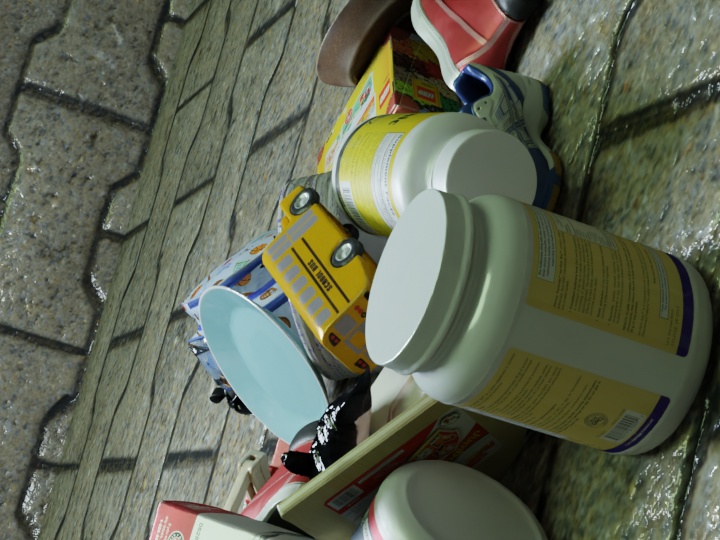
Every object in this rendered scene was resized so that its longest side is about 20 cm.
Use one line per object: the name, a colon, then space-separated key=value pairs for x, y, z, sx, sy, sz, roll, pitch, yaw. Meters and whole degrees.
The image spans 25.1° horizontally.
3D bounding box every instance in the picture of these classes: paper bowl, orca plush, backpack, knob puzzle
paper bowl: x=0.000 y=0.000 z=1.558 sx=0.201 sy=0.104 sz=0.201 roll=-12 pitch=-90 yaw=-78
orca plush: x=-0.030 y=0.163 z=1.338 sx=0.200 sy=0.071 sz=0.105 roll=98 pitch=168 yaw=-60
backpack: x=-0.084 y=0.040 z=1.730 sx=0.200 sy=0.154 sz=0.190 roll=-47 pitch=20 yaw=-24
knob puzzle: x=0.045 y=0.152 z=1.252 sx=0.030 sy=0.219 sz=0.220 roll=57 pitch=132 yaw=32

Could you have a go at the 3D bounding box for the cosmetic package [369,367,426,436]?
cosmetic package: x=0.092 y=0.080 z=1.294 sx=0.087 sy=0.103 sz=0.200 roll=-94 pitch=27 yaw=-47

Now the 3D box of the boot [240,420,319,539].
boot: x=-0.080 y=0.230 z=1.530 sx=0.200 sy=0.072 sz=0.144 roll=-47 pitch=13 yaw=32

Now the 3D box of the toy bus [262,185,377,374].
toy bus: x=-0.024 y=0.003 z=1.370 sx=0.078 sy=0.065 sz=0.200 roll=-46 pitch=33 yaw=4

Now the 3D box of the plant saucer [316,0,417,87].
plant saucer: x=0.034 y=-0.272 z=1.774 sx=0.200 sy=0.034 sz=0.200 roll=-41 pitch=-15 yaw=-14

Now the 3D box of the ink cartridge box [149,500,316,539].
ink cartridge box: x=-0.093 y=0.291 z=1.371 sx=0.200 sy=0.083 sz=0.147 roll=11 pitch=84 yaw=36

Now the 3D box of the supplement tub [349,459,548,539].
supplement tub: x=0.041 y=0.254 z=1.207 sx=0.140 sy=0.140 sz=0.200 roll=-100 pitch=33 yaw=-57

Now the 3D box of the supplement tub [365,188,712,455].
supplement tub: x=0.119 y=0.033 z=1.092 sx=0.145 sy=0.200 sz=0.146 roll=-162 pitch=90 yaw=-73

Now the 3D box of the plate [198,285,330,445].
plate: x=-0.087 y=0.094 z=1.597 sx=0.026 sy=0.200 sz=0.200 roll=-37 pitch=1 yaw=-28

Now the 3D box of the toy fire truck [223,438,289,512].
toy fire truck: x=-0.100 y=0.225 z=1.679 sx=0.049 sy=0.141 sz=0.200 roll=13 pitch=83 yaw=28

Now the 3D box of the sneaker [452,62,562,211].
sneaker: x=0.119 y=-0.103 z=1.416 sx=0.075 sy=0.088 sz=0.200 roll=-56 pitch=25 yaw=37

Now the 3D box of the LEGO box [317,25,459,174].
LEGO box: x=0.027 y=-0.138 z=1.747 sx=0.149 sy=0.077 sz=0.200 roll=-92 pitch=26 yaw=-47

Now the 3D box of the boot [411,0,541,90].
boot: x=0.121 y=-0.276 z=1.618 sx=0.144 sy=0.072 sz=0.200 roll=-63 pitch=28 yaw=26

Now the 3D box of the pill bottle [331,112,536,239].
pill bottle: x=0.062 y=-0.076 z=1.340 sx=0.200 sy=0.111 sz=0.111 roll=12 pitch=84 yaw=66
